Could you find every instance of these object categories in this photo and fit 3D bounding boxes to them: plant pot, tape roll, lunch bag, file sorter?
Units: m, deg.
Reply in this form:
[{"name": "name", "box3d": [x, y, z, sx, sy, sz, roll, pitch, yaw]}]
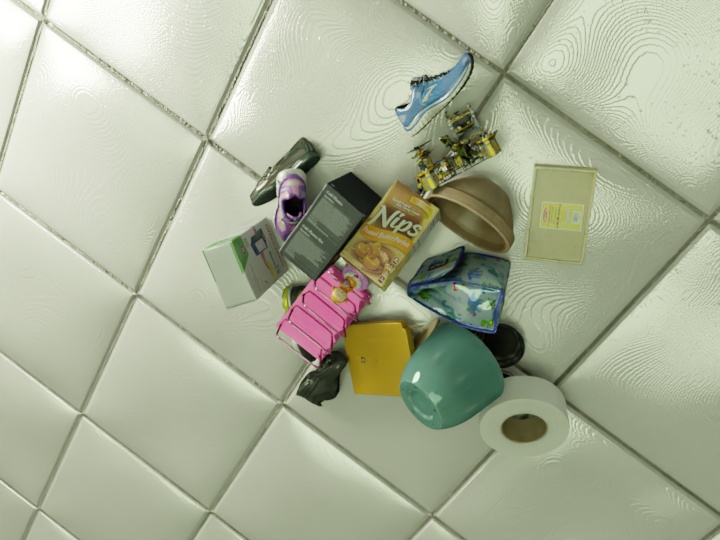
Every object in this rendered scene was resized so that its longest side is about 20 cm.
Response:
[{"name": "plant pot", "box3d": [0.239, -0.130, 1.300, 0.199, 0.201, 0.093, 33, 82, 4]}, {"name": "tape roll", "box3d": [0.369, 0.333, 1.438, 0.199, 0.071, 0.205, 4, 127, 5]}, {"name": "plant pot", "box3d": [0.180, 0.241, 1.357, 0.200, 0.160, 0.202, 38, 148, 29]}, {"name": "lunch bag", "box3d": [0.211, 0.030, 1.353, 0.197, 0.170, 0.129, 11, 113, 16]}, {"name": "file sorter", "box3d": [-0.086, 0.104, 1.460, 0.138, 0.125, 0.201, 38, 94, -6]}]

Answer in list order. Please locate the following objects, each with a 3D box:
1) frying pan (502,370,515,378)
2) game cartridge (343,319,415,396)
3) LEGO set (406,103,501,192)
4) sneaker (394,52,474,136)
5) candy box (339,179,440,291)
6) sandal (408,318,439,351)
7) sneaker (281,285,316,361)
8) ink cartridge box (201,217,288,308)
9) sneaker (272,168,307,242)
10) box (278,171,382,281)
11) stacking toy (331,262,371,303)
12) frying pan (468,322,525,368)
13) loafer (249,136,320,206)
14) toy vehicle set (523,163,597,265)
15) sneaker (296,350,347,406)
[{"name": "frying pan", "box3d": [0.286, 0.250, 1.459, 0.189, 0.031, 0.115, 32, 128, -11]}, {"name": "game cartridge", "box3d": [0.049, 0.208, 1.499, 0.198, 0.032, 0.179, -6, 97, 40]}, {"name": "LEGO set", "box3d": [0.178, -0.254, 1.271, 0.198, 0.154, 0.117, -26, 100, 21]}, {"name": "sneaker", "box3d": [0.145, -0.366, 1.277, 0.089, 0.079, 0.200, 46, 117, -6]}, {"name": "candy box", "box3d": [0.063, -0.072, 1.316, 0.115, 0.055, 0.201, 36, 85, 16]}, {"name": "sandal", "box3d": [0.095, 0.170, 1.496, 0.069, 0.078, 0.212, 37, 122, -5]}, {"name": "sneaker", "box3d": [-0.131, 0.131, 1.556, 0.083, 0.075, 0.203, -10, 106, 20]}, {"name": "ink cartridge box", "box3d": [-0.262, -0.022, 1.473, 0.086, 0.200, 0.147, -16, 104, 19]}, {"name": "sneaker", "box3d": [-0.154, -0.125, 1.432, 0.079, 0.089, 0.202, -7, 135, -13]}, {"name": "box", "box3d": [-0.058, -0.099, 1.366, 0.104, 0.200, 0.183, 38, 111, 1]}, {"name": "stacking toy", "box3d": [0.000, 0.000, 1.382, 0.116, 0.200, 0.110, 46, 147, -4]}, {"name": "frying pan", "box3d": [0.283, 0.162, 1.455, 0.187, 0.031, 0.117, 10, 115, 15]}, {"name": "loafer", "box3d": [-0.180, -0.225, 1.452, 0.199, 0.072, 0.063, -34, 77, 19]}, {"name": "toy vehicle set", "box3d": [0.411, -0.115, 1.313, 0.122, 0.027, 0.203, 8, 112, 15]}, {"name": "sneaker", "box3d": [-0.080, 0.275, 1.599, 0.090, 0.076, 0.200, 37, 131, -8]}]
